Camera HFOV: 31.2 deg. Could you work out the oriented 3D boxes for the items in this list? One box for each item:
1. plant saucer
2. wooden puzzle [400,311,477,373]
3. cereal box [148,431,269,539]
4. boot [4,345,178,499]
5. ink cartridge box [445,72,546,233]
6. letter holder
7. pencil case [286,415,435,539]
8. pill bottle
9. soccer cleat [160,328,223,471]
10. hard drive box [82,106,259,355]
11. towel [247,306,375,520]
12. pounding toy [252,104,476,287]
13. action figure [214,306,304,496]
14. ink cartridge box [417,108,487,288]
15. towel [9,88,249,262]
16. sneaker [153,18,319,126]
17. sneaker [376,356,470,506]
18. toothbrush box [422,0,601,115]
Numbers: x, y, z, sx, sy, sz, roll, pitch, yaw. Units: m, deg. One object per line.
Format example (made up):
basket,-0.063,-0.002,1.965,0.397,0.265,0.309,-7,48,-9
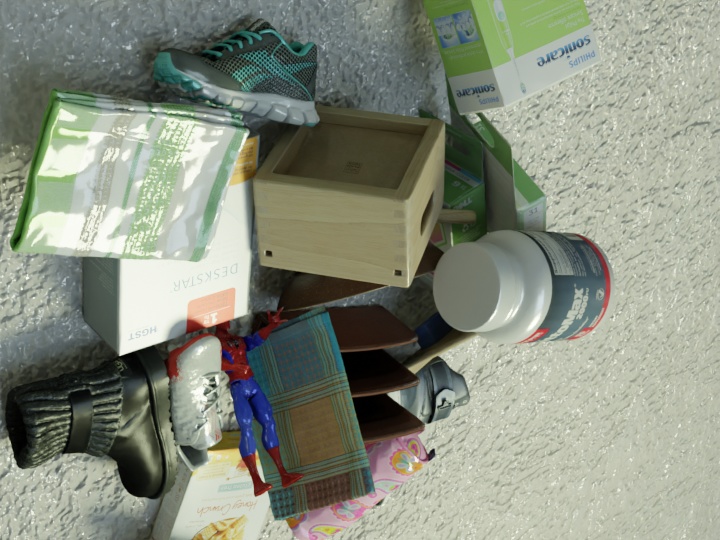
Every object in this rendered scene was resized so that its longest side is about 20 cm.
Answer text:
plant saucer,0.000,0.000,1.396,0.199,0.199,0.037,-18,95,-36
wooden puzzle,0.138,0.046,1.566,0.200,0.047,0.185,-38,179,44
cereal box,-0.171,0.283,1.509,0.143,0.039,0.202,1,116,-46
boot,-0.273,0.173,1.299,0.157,0.079,0.213,-24,134,-30
ink cartridge box,0.153,-0.119,1.453,0.048,0.146,0.201,-25,141,-14
letter holder,-0.017,0.121,1.471,0.198,0.142,0.102,-2,118,-44
pencil case,-0.007,0.251,1.570,0.200,0.088,0.087,-41,143,15
pill bottle,0.172,0.018,1.375,0.199,0.119,0.121,0,117,-47
soccer cleat,-0.169,0.135,1.327,0.068,0.086,0.201,-23,156,-32
hard drive box,-0.184,-0.040,1.243,0.155,0.077,0.202,-18,129,-35
towel,-0.065,0.153,1.367,0.022,0.146,0.203,-2,73,-51
pounding toy,0.012,-0.071,1.310,0.201,0.182,0.144,-64,158,-52
action figure,-0.106,0.121,1.343,0.065,0.202,0.099,-11,161,-40
ink cartridge box,0.090,-0.071,1.475,0.059,0.103,0.202,-32,135,-26
towel,-0.196,-0.076,1.124,0.198,0.031,0.151,1,114,-44
sneaker,-0.114,-0.196,1.224,0.199,0.077,0.093,6,96,-50
sneaker,0.070,0.203,1.667,0.145,0.077,0.205,-14,125,-35
toothbrush box,0.147,-0.283,1.336,0.145,0.086,0.202,-28,103,-29
